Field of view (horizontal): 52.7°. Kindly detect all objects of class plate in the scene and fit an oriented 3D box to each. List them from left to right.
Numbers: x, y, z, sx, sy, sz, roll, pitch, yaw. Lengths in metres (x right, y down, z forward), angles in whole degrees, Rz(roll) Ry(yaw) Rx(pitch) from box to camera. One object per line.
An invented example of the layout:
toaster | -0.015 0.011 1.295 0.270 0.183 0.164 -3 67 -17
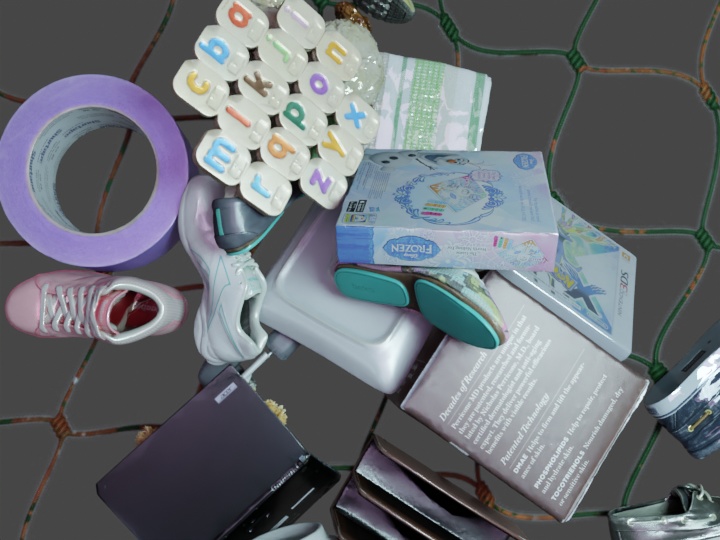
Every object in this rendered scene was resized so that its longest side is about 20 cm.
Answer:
plate | 0.000 0.000 0.782 0.198 0.032 0.201 27 72 19

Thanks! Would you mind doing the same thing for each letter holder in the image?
letter holder | 0.077 0.279 0.769 0.199 0.142 0.101 33 85 -2

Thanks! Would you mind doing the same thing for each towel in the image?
towel | 0.047 -0.176 0.854 0.197 0.031 0.152 10 84 -2

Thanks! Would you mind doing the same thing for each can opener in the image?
can opener | -0.094 0.072 0.811 0.199 0.053 0.067 -41 90 -6

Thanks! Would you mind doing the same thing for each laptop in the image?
laptop | -0.137 0.222 0.759 0.177 0.200 0.103 -41 62 -6

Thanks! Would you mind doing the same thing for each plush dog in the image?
plush dog | -0.057 -0.222 0.782 0.169 0.160 0.203 3 86 -11

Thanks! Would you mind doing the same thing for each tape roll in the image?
tape roll | -0.279 -0.101 0.790 0.197 0.085 0.204 0 86 -4

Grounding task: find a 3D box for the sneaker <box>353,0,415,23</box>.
sneaker | 0.006 -0.379 0.840 0.088 0.077 0.200 -42 93 -14

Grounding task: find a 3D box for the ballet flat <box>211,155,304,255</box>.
ballet flat | -0.095 -0.088 0.756 0.072 0.200 0.074 11 121 18

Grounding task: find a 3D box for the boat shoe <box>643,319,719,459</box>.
boat shoe | 0.431 0.124 0.849 0.200 0.071 0.091 -42 92 1

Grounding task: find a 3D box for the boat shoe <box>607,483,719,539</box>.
boat shoe | 0.382 0.281 0.832 0.197 0.071 0.065 -13 89 -4

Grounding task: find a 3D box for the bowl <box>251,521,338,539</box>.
bowl | -0.069 0.314 0.729 0.198 0.201 0.096 -15 84 -5

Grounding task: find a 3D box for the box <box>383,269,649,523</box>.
box | 0.154 0.124 0.773 0.199 0.166 0.165 34 85 -1

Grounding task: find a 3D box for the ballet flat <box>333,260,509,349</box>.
ballet flat | 0.063 0.012 0.694 0.071 0.198 0.070 -45 135 -32

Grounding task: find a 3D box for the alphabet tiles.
alphabet tiles | -0.075 -0.158 0.697 0.195 0.015 0.202 35 71 -25

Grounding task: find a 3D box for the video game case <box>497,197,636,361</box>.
video game case | 0.217 -0.017 0.799 0.199 0.183 0.022 34 129 -2

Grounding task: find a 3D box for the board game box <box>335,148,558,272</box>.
board game box | 0.088 -0.068 0.727 0.196 0.201 0.044 2 120 9

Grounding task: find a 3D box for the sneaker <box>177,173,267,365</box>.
sneaker | -0.135 -0.003 0.760 0.079 0.070 0.204 -6 95 38

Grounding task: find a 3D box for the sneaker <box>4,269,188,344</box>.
sneaker | -0.290 0.037 0.772 0.197 0.105 0.077 3 88 -4

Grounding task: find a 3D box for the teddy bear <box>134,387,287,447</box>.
teddy bear | -0.166 0.199 0.768 0.199 0.146 0.067 -33 45 -5
